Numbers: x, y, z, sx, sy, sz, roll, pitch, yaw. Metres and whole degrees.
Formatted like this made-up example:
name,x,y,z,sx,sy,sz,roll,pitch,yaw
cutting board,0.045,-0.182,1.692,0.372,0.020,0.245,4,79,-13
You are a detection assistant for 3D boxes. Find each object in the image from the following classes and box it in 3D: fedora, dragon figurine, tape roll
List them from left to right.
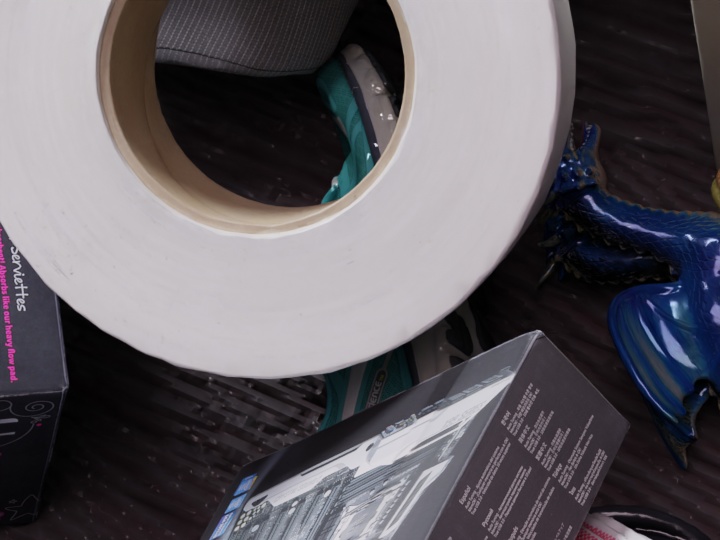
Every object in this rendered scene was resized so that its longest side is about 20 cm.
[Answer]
name,x,y,z,sx,sy,sz,roll,pitch,yaw
fedora,-0.060,-0.129,1.120,0.200,0.177,0.091,24,113,32
tape roll,-0.029,-0.068,0.984,0.202,0.071,0.203,1,96,9
dragon figurine,0.124,0.031,1.055,0.099,0.059,0.200,-19,65,4

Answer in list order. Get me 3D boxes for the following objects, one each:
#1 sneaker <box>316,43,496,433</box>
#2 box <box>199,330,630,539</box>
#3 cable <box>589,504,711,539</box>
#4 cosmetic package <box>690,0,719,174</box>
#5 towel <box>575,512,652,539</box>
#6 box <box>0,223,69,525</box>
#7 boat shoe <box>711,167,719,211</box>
name,x,y,z,sx,sy,sz,roll,pitch,yaw
sneaker,0.000,0.000,1.076,0.079,0.078,0.200,-18,52,14
box,-0.016,0.123,0.916,0.050,0.158,0.200,45,48,-16
cable,0.062,0.158,1.020,0.199,0.051,0.164,16,72,17
cosmetic package,0.162,-0.108,1.027,0.071,0.200,0.105,9,70,14
towel,0.037,0.167,0.875,0.200,0.030,0.146,-46,27,-6
box,-0.176,-0.017,1.088,0.114,0.132,0.201,-2,65,-13
boat shoe,0.203,0.012,1.008,0.068,0.200,0.072,-38,18,25
